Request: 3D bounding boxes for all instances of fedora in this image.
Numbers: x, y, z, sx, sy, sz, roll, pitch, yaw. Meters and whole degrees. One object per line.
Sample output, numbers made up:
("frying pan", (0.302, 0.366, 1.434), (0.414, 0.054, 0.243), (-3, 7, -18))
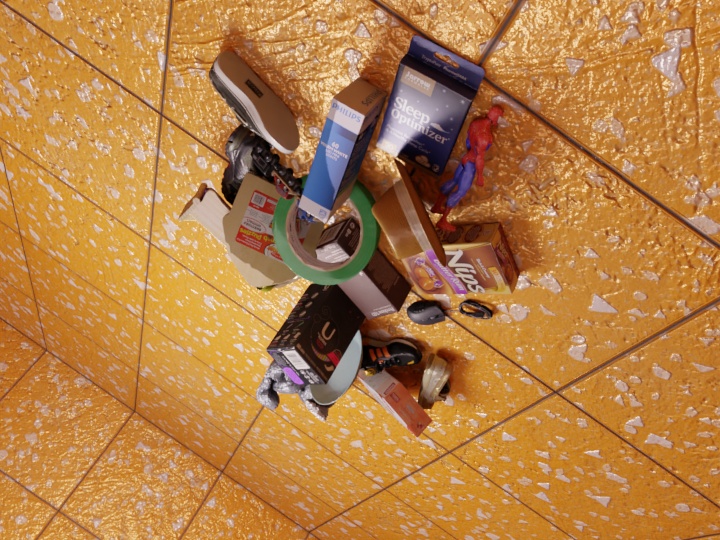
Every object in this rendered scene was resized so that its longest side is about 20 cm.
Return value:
("fedora", (0.070, -0.080, 1.005), (0.080, 0.202, 0.203), (-25, 122, 8))

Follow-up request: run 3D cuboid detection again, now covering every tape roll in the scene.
("tape roll", (-0.061, -0.079, 1.142), (0.195, 0.048, 0.206), (3, 105, 12))

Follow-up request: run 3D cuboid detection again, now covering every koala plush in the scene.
("koala plush", (-0.141, 0.292, 1.629), (0.198, 0.178, 0.185), (34, 135, 6))

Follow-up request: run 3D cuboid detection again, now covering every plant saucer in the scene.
("plant saucer", (-0.049, 0.216, 1.457), (0.038, 0.206, 0.199), (27, 152, -33))

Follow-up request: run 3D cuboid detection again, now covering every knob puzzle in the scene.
("knob puzzle", (-0.173, -0.063, 1.210), (0.214, 0.031, 0.225), (0, 108, 0))

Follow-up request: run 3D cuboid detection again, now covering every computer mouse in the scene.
("computer mouse", (0.173, 0.090, 1.257), (0.197, 0.034, 0.059), (-5, 129, 41))

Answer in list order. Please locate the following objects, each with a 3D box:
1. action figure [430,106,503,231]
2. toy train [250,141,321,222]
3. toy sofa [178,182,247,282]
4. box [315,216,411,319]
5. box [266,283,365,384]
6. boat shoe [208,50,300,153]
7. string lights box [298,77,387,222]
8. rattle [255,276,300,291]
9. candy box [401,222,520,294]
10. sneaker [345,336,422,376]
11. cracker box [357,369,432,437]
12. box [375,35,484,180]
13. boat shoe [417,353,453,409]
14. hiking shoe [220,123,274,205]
("action figure", (0.164, -0.155, 0.946), (0.050, 0.066, 0.203), (9, 130, -13))
("toy train", (-0.128, -0.150, 1.096), (0.200, 0.034, 0.046), (47, 108, 20))
("toy sofa", (-0.258, -0.085, 1.259), (0.097, 0.083, 0.200), (-40, 112, 17))
("box", (0.000, 0.000, 1.258), (0.200, 0.076, 0.099), (47, 142, -20))
("box", (-0.094, 0.136, 1.376), (0.105, 0.202, 0.123), (-11, 127, 44))
("boat shoe", (-0.183, -0.282, 1.085), (0.201, 0.071, 0.063), (51, 141, -9))
("string lights box", (-0.029, -0.188, 0.995), (0.058, 0.103, 0.202), (28, 129, 6))
("rattle", (-0.156, -0.045, 1.358), (0.128, 0.146, 0.199), (13, 147, -38))
("candy box", (0.171, -0.017, 1.116), (0.197, 0.057, 0.118), (-3, 130, 39))
("sneaker", (0.051, 0.210, 1.441), (0.197, 0.091, 0.071), (0, 135, 41))
("cracker box", (0.074, 0.298, 1.482), (0.135, 0.058, 0.199), (51, 169, -19))
("box", (0.098, -0.238, 0.939), (0.119, 0.033, 0.202), (29, 143, 8))
("boat shoe", (0.173, 0.267, 1.428), (0.065, 0.075, 0.202), (19, 147, 14))
("hiking shoe", (-0.211, -0.181, 1.212), (0.099, 0.076, 0.202), (30, 144, 11))
